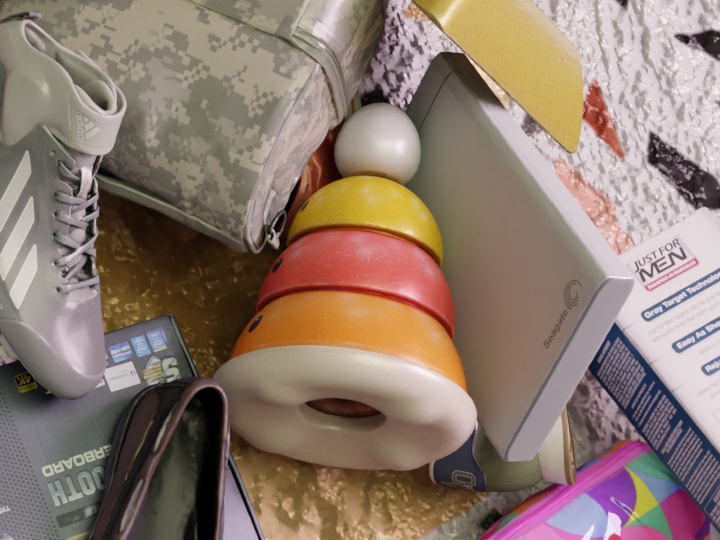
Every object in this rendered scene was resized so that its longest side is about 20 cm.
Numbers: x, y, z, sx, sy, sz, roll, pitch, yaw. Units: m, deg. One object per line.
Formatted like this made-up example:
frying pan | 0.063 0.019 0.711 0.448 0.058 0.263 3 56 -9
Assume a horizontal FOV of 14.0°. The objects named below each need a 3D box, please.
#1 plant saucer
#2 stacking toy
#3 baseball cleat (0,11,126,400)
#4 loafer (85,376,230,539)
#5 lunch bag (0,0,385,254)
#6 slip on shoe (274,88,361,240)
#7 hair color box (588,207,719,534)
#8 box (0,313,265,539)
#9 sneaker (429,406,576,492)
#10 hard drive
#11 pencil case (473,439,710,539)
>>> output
plant saucer | 0.043 -0.173 1.666 0.048 0.200 0.200 -45 57 5
stacking toy | 0.000 0.000 1.628 0.146 0.146 0.200 17 63 -20
baseball cleat | -0.160 -0.035 1.527 0.070 0.106 0.200 -24 93 -59
loafer | -0.106 0.148 1.520 0.072 0.063 0.200 17 68 -23
lunch bag | -0.106 -0.116 1.611 0.200 0.139 0.168 24 76 9
slip on shoe | -0.042 -0.109 1.704 0.061 0.074 0.200 -7 80 -25
hair color box | 0.213 0.071 1.676 0.100 0.061 0.200 -28 69 -26
box | -0.163 0.125 1.566 0.200 0.051 0.158 -17 81 -31
sneaker | 0.067 0.043 1.700 0.090 0.067 0.200 -10 53 4
hard drive | 0.069 -0.010 1.633 0.027 0.132 0.200 2 39 -36
pencil case | 0.108 0.167 1.665 0.200 0.088 0.088 -29 86 -34
